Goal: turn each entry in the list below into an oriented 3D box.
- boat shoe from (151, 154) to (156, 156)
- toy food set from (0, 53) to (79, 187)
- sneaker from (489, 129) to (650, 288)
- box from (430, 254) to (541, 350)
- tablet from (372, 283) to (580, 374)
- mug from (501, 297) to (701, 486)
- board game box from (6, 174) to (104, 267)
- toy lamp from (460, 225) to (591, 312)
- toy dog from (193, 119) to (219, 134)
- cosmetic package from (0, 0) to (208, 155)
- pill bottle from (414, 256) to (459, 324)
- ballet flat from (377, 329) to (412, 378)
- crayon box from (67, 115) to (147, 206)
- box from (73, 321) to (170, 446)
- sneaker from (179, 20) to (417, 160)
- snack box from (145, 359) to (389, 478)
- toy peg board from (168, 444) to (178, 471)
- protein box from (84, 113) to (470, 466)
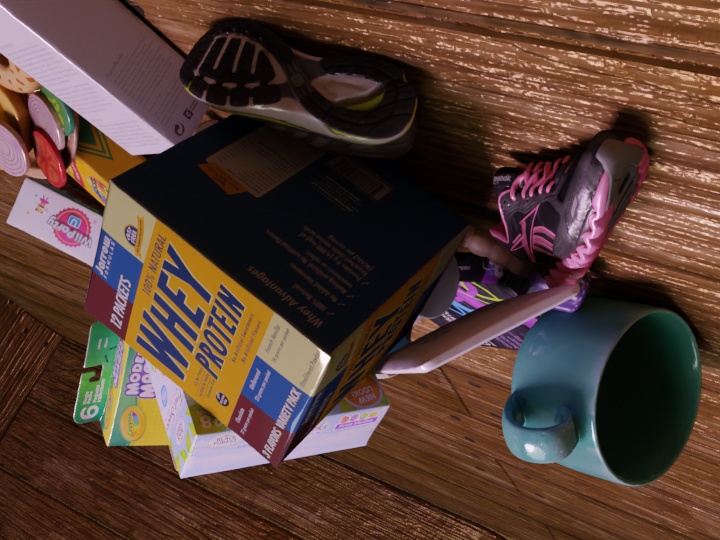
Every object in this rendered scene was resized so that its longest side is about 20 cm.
[{"bbox_3d":[-0.151,-0.072,1.017,0.200,0.063,0.073,38,162,-28],"label":"boat shoe"},{"bbox_3d":[-0.354,-0.173,0.932,0.200,0.049,0.198,0,122,38],"label":"toy food set"},{"bbox_3d":[0.134,-0.047,0.660,0.095,0.079,0.200,36,164,11],"label":"sneaker"},{"bbox_3d":[0.127,0.036,0.954,0.143,0.036,0.200,37,162,-28],"label":"box"},{"bbox_3d":[0.079,0.048,0.729,0.014,0.130,0.200,64,169,2],"label":"tablet"},{"bbox_3d":[0.193,0.095,0.810,0.185,0.152,0.114,20,173,-38],"label":"mug"},{"bbox_3d":[-0.324,-0.063,1.172,0.147,0.064,0.200,28,-169,-2],"label":"board game box"},{"bbox_3d":[0.097,-0.024,0.794,0.200,0.058,0.058,27,163,7],"label":"toy lamp"},{"bbox_3d":[-0.157,-0.043,0.916,0.096,0.200,0.132,24,-178,-23],"label":"toy dog"},{"bbox_3d":[-0.231,-0.185,0.797,0.200,0.071,0.101,40,160,-35],"label":"cosmetic package"},{"bbox_3d":[0.000,0.000,0.915,0.200,0.111,0.111,9,155,48],"label":"pill bottle"},{"bbox_3d":[0.020,0.072,0.993,0.067,0.062,0.200,44,-155,-3],"label":"ballet flat"},{"bbox_3d":[-0.285,-0.119,1.027,0.200,0.051,0.127,41,164,6],"label":"crayon box"},{"bbox_3d":[-0.162,0.106,0.891,0.199,0.118,0.048,5,-156,-27],"label":"box"},{"bbox_3d":[-0.047,-0.124,0.701,0.200,0.074,0.081,23,166,21],"label":"sneaker"},{"bbox_3d":[-0.092,0.061,0.793,0.168,0.200,0.068,-5,141,-30],"label":"snack box"},{"bbox_3d":[-0.142,0.091,1.043,0.098,0.200,0.200,16,-161,-28],"label":"toy peg board"},{"bbox_3d":[-0.062,-0.005,0.721,0.198,0.200,0.135,37,133,12],"label":"protein box"}]
